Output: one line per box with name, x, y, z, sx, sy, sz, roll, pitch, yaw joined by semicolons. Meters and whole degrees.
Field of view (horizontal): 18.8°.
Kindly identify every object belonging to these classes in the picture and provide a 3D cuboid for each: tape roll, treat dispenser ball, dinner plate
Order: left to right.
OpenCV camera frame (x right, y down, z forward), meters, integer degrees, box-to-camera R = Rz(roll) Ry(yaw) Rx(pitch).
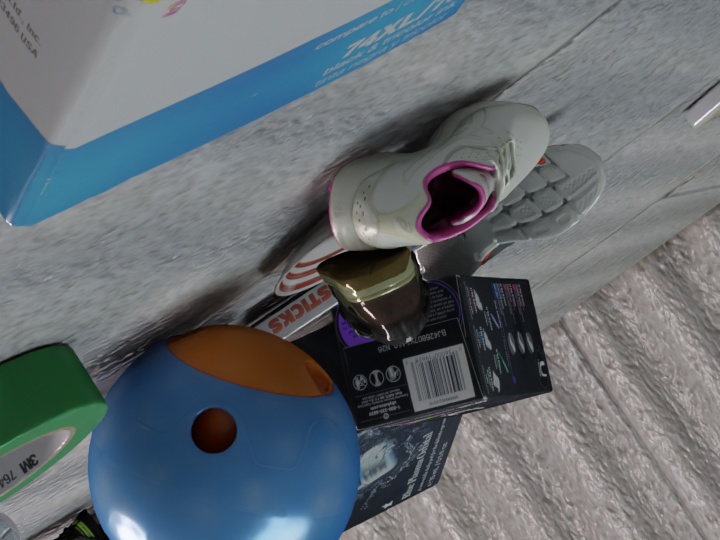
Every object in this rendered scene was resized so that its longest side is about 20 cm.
tape roll;-0.259;0.123;1.405;0.200;0.048;0.200;-33;172;-5
treat dispenser ball;-0.099;0.141;1.586;0.200;0.202;0.201;-33;172;-5
dinner plate;0.016;-0.045;1.596;0.199;0.024;0.200;-34;171;-6

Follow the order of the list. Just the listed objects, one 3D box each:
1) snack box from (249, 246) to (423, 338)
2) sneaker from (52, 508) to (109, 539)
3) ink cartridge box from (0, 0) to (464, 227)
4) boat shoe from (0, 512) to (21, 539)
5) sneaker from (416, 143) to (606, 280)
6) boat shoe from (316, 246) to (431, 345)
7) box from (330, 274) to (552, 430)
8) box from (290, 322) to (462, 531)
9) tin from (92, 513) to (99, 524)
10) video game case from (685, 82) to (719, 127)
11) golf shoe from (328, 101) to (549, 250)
snack box;0.000;0.000;1.747;0.199;0.024;0.072;-34;-178;-5
sneaker;-0.291;0.279;2.139;0.199;0.071;0.083;-13;123;-43
ink cartridge box;-0.031;-0.135;0.466;0.145;0.147;0.200;-28;171;-30
boat shoe;-0.360;0.251;1.728;0.199;0.074;0.067;-34;-161;-3
sneaker;0.128;-0.059;1.828;0.199;0.077;0.082;-27;-173;34
boat shoe;0.012;0.017;1.512;0.073;0.065;0.200;-19;-175;3
box;0.071;0.069;1.830;0.121;0.107;0.200;-14;174;20
box;-0.017;0.147;2.021;0.199;0.118;0.197;-24;151;-25
tin;-0.292;0.297;2.298;0.200;0.042;0.112;-41;165;36
video game case;0.445;-0.229;2.213;0.181;0.023;0.200;-27;169;-39
golf shoe;0.072;-0.059;1.460;0.199;0.076;0.091;-29;-153;-37
